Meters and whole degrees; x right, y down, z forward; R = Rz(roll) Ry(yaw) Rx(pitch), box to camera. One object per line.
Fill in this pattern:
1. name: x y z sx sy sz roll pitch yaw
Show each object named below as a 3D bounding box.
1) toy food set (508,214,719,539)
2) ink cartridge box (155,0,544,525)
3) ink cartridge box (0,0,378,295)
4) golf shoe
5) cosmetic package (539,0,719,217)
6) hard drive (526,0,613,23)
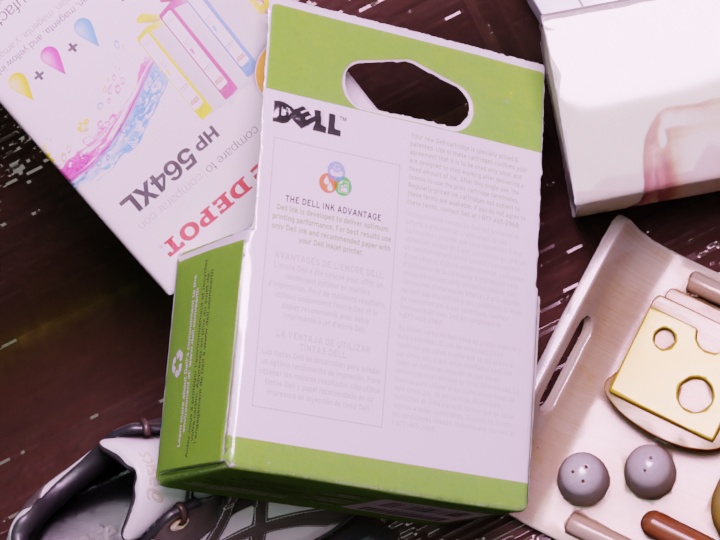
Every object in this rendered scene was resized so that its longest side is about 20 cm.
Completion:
1. toy food set: 0.170 0.078 1.143 0.199 0.060 0.144 26 82 13
2. ink cartridge box: 0.000 0.000 1.123 0.147 0.076 0.201 11 75 -27
3. ink cartridge box: -0.094 -0.098 1.157 0.128 0.125 0.200 -40 113 -1
4. golf shoe: -0.066 0.095 1.158 0.199 0.095 0.078 -28 74 0
5. cosmetic package: 0.183 -0.084 1.148 0.199 0.103 0.088 -10 88 5
6. hard drive: 0.150 -0.204 1.228 0.199 0.027 0.132 -30 75 0
